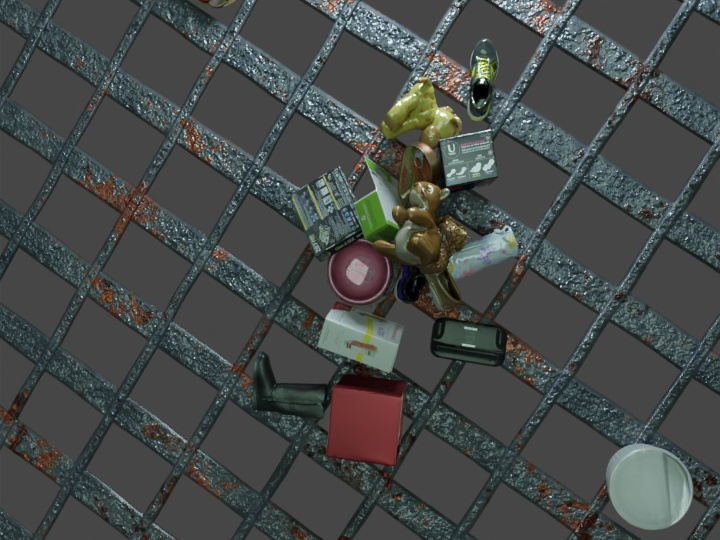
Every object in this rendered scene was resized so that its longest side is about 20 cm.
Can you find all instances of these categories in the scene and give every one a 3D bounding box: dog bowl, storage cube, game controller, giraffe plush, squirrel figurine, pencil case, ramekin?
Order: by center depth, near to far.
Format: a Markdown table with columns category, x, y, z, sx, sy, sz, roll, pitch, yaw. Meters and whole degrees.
| category | x | y | z | sx | sy | sz | roll | pitch | yaw |
| --- | --- | --- | --- | --- | --- | --- | --- | --- | --- |
| squirrel figurine | 0.156 | -0.102 | 1.449 | 0.198 | 0.140 | 0.190 | 31 | 66 | -31 |
| ramekin | 0.710 | 0.530 | 1.545 | 0.198 | 0.094 | 0.207 | 0 | 91 | 7 |
| giraffe plush | 0.167 | -0.373 | 1.547 | 0.162 | 0.173 | 0.200 | 43 | 108 | -2 |
| pencil case | 0.303 | -0.043 | 1.575 | 0.197 | 0.091 | 0.084 | -23 | 63 | 9 |
| storage cube | 0.019 | 0.375 | 1.584 | 0.176 | 0.171 | 0.205 | 5 | 93 | 8 |
| game controller | 0.283 | 0.187 | 1.618 | 0.196 | 0.042 | 0.107 | 9 | 79 | 6 |
| dog bowl | 0.000 | 0.000 | 1.622 | 0.196 | 0.074 | 0.205 | 0 | 92 | 7 |

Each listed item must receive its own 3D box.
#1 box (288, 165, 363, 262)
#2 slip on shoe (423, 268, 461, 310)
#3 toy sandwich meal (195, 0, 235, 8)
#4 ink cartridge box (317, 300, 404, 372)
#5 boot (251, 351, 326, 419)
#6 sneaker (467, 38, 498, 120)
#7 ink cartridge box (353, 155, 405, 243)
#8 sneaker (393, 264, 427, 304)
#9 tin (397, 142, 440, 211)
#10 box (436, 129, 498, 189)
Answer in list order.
| category | x | y | z | sx | sy | sz | roll | pitch | yaw |
| --- | --- | --- | --- | --- | --- | --- | --- | --- | --- |
| box | -0.080 | -0.148 | 1.604 | 0.159 | 0.049 | 0.202 | -29 | 65 | 6 |
| slip on shoe | 0.188 | 0.000 | 1.527 | 0.060 | 0.075 | 0.204 | -21 | 89 | 49 |
| toy sandwich meal | -0.388 | -0.807 | 1.644 | 0.200 | 0.070 | 0.210 | 0 | 92 | 7 |
| ink cartridge box | 0.006 | 0.167 | 1.585 | 0.196 | 0.145 | 0.085 | 20 | 107 | 5 |
| boot | -0.186 | 0.307 | 1.656 | 0.196 | 0.066 | 0.169 | 6 | 101 | 10 |
| sneaker | 0.313 | -0.487 | 1.564 | 0.073 | 0.085 | 0.205 | 4 | 92 | 6 |
| ink cartridge box | 0.047 | -0.166 | 1.559 | 0.075 | 0.147 | 0.203 | -29 | 65 | 23 |
| sneaker | 0.144 | -0.010 | 1.584 | 0.068 | 0.099 | 0.205 | 8 | 97 | -16 |
| tin | 0.145 | -0.228 | 1.551 | 0.042 | 0.202 | 0.112 | -32 | 58 | -30 |
| box | 0.260 | -0.263 | 1.519 | 0.129 | 0.200 | 0.117 | -10 | 92 | 7 |
